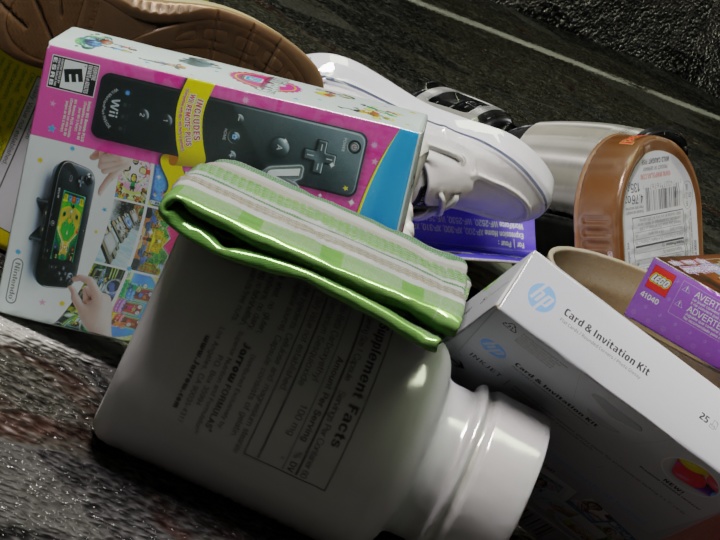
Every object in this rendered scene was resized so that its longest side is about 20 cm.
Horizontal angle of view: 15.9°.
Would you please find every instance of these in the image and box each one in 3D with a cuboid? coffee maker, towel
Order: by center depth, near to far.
[{"bbox_3d":[-0.020,-0.007,1.216,0.149,0.031,0.200,23,8,1],"label":"towel"},{"bbox_3d":[0.113,-0.024,1.818,0.199,0.193,0.135,12,-8,33],"label":"coffee maker"}]

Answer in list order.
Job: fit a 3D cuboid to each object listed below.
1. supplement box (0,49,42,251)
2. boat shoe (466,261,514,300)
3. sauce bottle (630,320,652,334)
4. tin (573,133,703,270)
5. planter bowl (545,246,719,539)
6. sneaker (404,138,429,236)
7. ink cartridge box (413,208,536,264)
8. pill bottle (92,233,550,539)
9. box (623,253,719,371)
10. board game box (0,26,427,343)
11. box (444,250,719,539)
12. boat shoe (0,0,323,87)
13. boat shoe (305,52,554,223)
[{"bbox_3d":[-0.183,-0.073,1.491,0.199,0.109,0.109,29,13,10],"label":"supplement box"},{"bbox_3d":[0.105,0.052,1.672,0.068,0.075,0.200,-6,29,-21],"label":"boat shoe"},{"bbox_3d":[0.143,0.044,1.572,0.199,0.066,0.066,-17,33,-25],"label":"sauce bottle"},{"bbox_3d":[0.186,0.010,1.703,0.042,0.201,0.112,3,8,42],"label":"tin"},{"bbox_3d":[0.167,0.092,1.457,0.200,0.135,0.200,24,12,-5],"label":"planter bowl"},{"bbox_3d":[0.000,0.000,1.467,0.081,0.077,0.200,26,56,3],"label":"sneaker"},{"bbox_3d":[0.010,-0.035,1.657,0.198,0.044,0.200,4,5,-40],"label":"ink cartridge box"},{"bbox_3d":[-0.017,0.068,1.229,0.199,0.115,0.114,25,12,-4],"label":"pill bottle"},{"bbox_3d":[0.240,0.038,1.416,0.137,0.039,0.200,31,13,20],"label":"box"},{"bbox_3d":[-0.077,-0.031,1.352,0.199,0.148,0.064,13,12,1],"label":"board game box"},{"bbox_3d":[0.101,0.077,1.291,0.156,0.041,0.200,37,-24,-5],"label":"box"},{"bbox_3d":[-0.117,-0.129,1.444,0.199,0.072,0.072,14,18,-21],"label":"boat shoe"},{"bbox_3d":[0.032,-0.063,1.580,0.199,0.074,0.066,22,57,-24],"label":"boat shoe"}]
